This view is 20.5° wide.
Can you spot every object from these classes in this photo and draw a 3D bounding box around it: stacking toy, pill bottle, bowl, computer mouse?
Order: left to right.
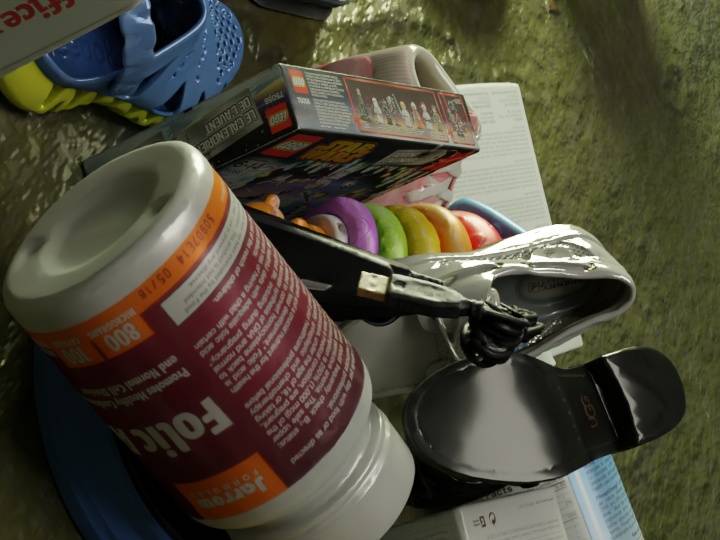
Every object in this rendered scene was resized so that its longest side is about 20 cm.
[{"bbox_3d":[-0.089,0.075,1.038,0.200,0.039,0.202,37,44,-45],"label":"bowl"},{"bbox_3d":[-0.066,0.048,0.937,0.200,0.114,0.114,53,34,-27],"label":"pill bottle"},{"bbox_3d":[-0.007,0.012,0.990,0.140,0.199,0.046,-16,126,-85],"label":"computer mouse"},{"bbox_3d":[0.000,0.000,1.133,0.199,0.110,0.117,18,101,-39],"label":"stacking toy"},{"bbox_3d":[0.114,0.149,1.264,0.109,0.108,0.201,-23,92,-61],"label":"pill bottle"}]

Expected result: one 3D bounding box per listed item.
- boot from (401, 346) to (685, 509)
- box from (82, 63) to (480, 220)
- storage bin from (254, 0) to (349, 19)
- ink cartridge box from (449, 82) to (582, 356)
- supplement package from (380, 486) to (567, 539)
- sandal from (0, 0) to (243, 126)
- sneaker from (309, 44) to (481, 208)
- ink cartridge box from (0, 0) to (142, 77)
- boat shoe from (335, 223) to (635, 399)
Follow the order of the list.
[{"bbox_3d":[0.066,0.100,1.091,0.199,0.174,0.070,-3,72,-37],"label":"boot"},{"bbox_3d":[-0.039,-0.064,1.107,0.200,0.136,0.040,0,70,-59],"label":"box"},{"bbox_3d":[-0.022,-0.285,1.276,0.145,0.134,0.201,2,70,-59],"label":"storage bin"},{"bbox_3d":[0.084,-0.031,1.397,0.162,0.057,0.201,-12,91,-61],"label":"ink cartridge box"},{"bbox_3d":[0.060,0.236,1.105,0.120,0.121,0.201,0,73,-59],"label":"supplement package"},{"bbox_3d":[-0.114,-0.125,1.073,0.200,0.087,0.080,-18,86,-63],"label":"sandal"},{"bbox_3d":[0.031,-0.047,1.251,0.075,0.104,0.201,0,74,-61],"label":"sneaker"},{"bbox_3d":[-0.200,-0.192,0.906,0.200,0.145,0.084,51,33,-31],"label":"ink cartridge box"},{"bbox_3d":[0.058,0.027,1.082,0.069,0.199,0.071,37,-36,60],"label":"boat shoe"}]
